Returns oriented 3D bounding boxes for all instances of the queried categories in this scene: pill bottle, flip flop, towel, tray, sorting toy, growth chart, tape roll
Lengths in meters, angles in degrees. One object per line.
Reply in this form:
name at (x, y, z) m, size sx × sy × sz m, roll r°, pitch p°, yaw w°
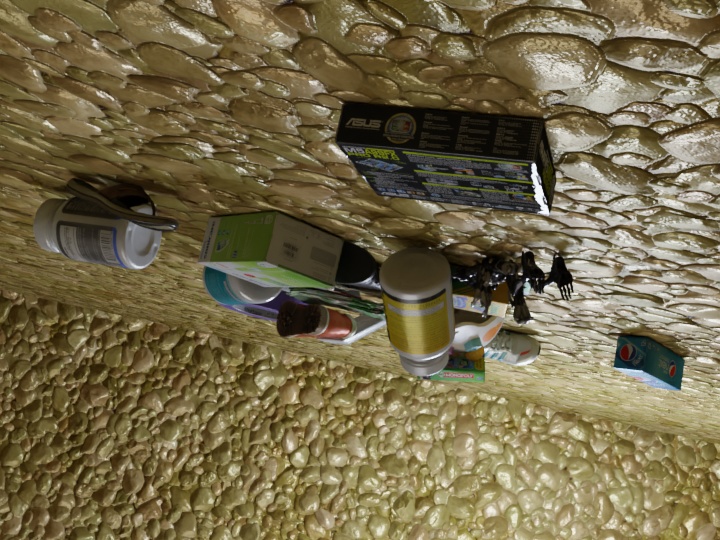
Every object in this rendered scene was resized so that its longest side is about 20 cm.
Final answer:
pill bottle at (-0.458, -0.069, 1.531) m, size 0.200 × 0.114 × 0.114 m, roll 8°, pitch 168°, yaw 22°
flip flop at (-0.374, -0.113, 1.394) m, size 0.200 × 0.058 × 0.081 m, roll 25°, pitch 178°, yaw 20°
towel at (-0.031, 0.069, 1.711) m, size 0.200 × 0.023 × 0.153 m, roll 10°, pitch 172°, yaw 15°
tray at (0.014, 0.112, 1.836) m, size 0.200 × 0.022 × 0.107 m, roll -25°, pitch -169°, yaw -32°
sorting toy at (0.160, 0.107, 1.701) m, size 0.200 × 0.107 × 0.180 m, roll 8°, pitch 173°, yaw 20°
growth chart at (-0.011, 0.030, 1.680) m, size 0.200 × 0.018 × 0.145 m, roll 14°, pitch -172°, yaw -28°
pill bottle at (0.094, 0.071, 1.401) m, size 0.111 × 0.111 × 0.200 m, roll 8°, pitch 133°, yaw 21°
tape roll at (-0.207, 0.053, 1.932) m, size 0.200 × 0.085 × 0.200 m, roll 12°, pitch 168°, yaw 3°
pill bottle at (-0.231, 0.010, 1.677) m, size 0.111 × 0.111 × 0.200 m, roll 19°, pitch 167°, yaw -30°

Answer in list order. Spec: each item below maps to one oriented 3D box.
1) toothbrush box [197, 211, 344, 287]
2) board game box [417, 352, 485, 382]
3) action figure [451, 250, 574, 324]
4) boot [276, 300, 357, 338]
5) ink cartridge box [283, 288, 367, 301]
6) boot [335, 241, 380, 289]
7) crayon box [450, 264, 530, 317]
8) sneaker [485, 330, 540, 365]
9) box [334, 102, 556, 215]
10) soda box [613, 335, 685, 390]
toothbrush box at (-0.150, -0.031, 1.456) m, size 0.145 × 0.086 × 0.200 m, roll 22°, pitch 166°, yaw -39°
board game box at (0.189, 0.163, 1.827) m, size 0.134 × 0.029 × 0.200 m, roll 1°, pitch -154°, yaw 6°
action figure at (0.213, 0.027, 1.307) m, size 0.119 × 0.102 × 0.200 m, roll 5°, pitch 172°, yaw -29°
boot at (-0.092, 0.106, 1.772) m, size 0.107 × 0.075 × 0.200 m, roll 13°, pitch 174°, yaw -35°
ink cartridge box at (-0.073, 0.028, 1.741) m, size 0.162 × 0.057 × 0.200 m, roll 18°, pitch 165°, yaw -27°
boot at (0.000, 0.000, 1.531) m, size 0.200 × 0.069 × 0.174 m, roll 7°, pitch 173°, yaw 46°
crayon box at (0.184, 0.033, 1.489) m, size 0.200 × 0.052 × 0.126 m, roll 10°, pitch 169°, yaw 9°
sneaker at (0.296, 0.165, 1.957) m, size 0.200 × 0.070 × 0.093 m, roll 8°, pitch 174°, yaw 36°
box at (0.093, -0.111, 0.904) m, size 0.200 × 0.044 × 0.160 m, roll 8°, pitch 167°, yaw 20°
soda box at (0.578, 0.186, 1.760) m, size 0.064 × 0.068 × 0.200 m, roll 2°, pitch 165°, yaw 42°
